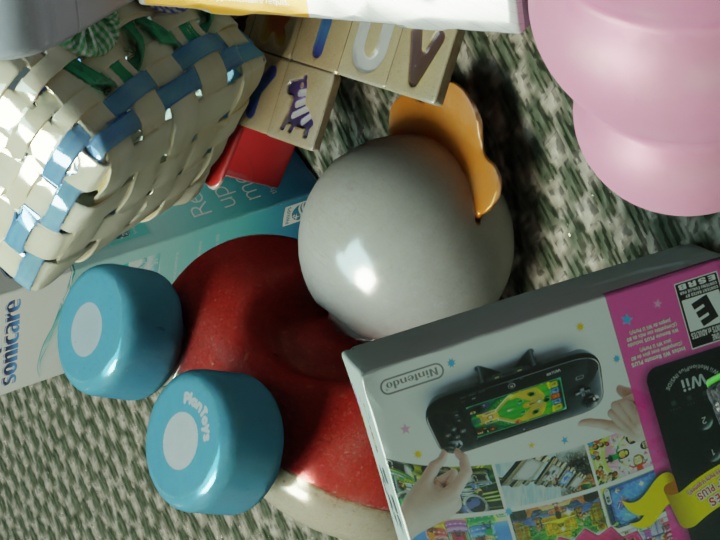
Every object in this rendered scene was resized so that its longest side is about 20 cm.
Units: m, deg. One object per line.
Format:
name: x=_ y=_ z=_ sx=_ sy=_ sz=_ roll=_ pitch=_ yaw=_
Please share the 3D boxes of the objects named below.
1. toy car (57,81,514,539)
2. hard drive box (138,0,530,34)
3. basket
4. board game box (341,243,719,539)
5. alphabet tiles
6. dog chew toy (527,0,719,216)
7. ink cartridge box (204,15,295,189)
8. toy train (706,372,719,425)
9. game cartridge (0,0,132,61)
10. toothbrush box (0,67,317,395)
toy car: x=0.000 y=0.000 z=1.070 sx=0.177 sy=0.184 sz=0.200 roll=44 pitch=115 yaw=45
hard drive box: x=-0.012 y=-0.191 z=0.822 sx=0.155 sy=0.077 sz=0.201 roll=6 pitch=124 yaw=25
basket: x=-0.151 y=-0.104 z=1.012 sx=0.200 sy=0.176 sz=0.139 roll=37 pitch=130 yaw=11
board game box: x=0.092 y=0.107 z=0.913 sx=0.064 sy=0.147 sz=0.201 roll=-142 pitch=35 yaw=-80
alphabet tiles: x=-0.014 y=-0.137 z=1.018 sx=0.200 sy=0.008 sz=0.168 roll=23 pitch=97 yaw=50
dog chew toy: x=0.107 y=-0.100 z=0.788 sx=0.125 sy=0.124 sz=0.200 roll=48 pitch=154 yaw=40
ink cartridge box: x=-0.071 y=-0.117 z=1.138 sx=0.200 sy=0.067 sz=0.116 roll=39 pitch=109 yaw=50
toy train: x=0.178 y=0.020 z=0.795 sx=0.042 sy=0.056 sz=0.200 roll=66 pitch=155 yaw=9
game cartridge: x=-0.105 y=-0.158 z=0.856 sx=0.200 sy=0.041 sz=0.134 roll=-56 pitch=-34 yaw=-70
toothbrush box: x=-0.143 y=-0.036 z=1.242 sx=0.147 sy=0.199 sz=0.085 roll=55 pitch=151 yaw=32
